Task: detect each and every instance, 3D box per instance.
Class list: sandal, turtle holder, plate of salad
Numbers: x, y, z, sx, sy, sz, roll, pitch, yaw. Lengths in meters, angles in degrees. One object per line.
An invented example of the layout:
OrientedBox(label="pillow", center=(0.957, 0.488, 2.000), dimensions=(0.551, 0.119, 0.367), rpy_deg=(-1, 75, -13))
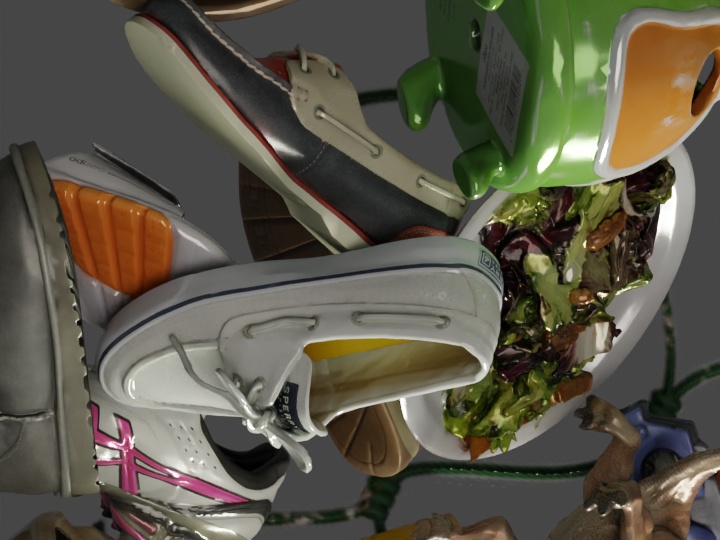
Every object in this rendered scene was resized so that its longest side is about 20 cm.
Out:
OrientedBox(label="sandal", center=(-0.142, -0.031, 1.078), dimensions=(0.206, 0.059, 0.079), rpy_deg=(24, 128, -2))
OrientedBox(label="turtle holder", center=(0.090, -0.112, 1.032), dimensions=(0.131, 0.185, 0.142), rpy_deg=(-7, 102, -16))
OrientedBox(label="plate of salad", center=(0.102, 0.017, 1.125), dimensions=(0.199, 0.048, 0.201), rpy_deg=(-28, 139, -27))

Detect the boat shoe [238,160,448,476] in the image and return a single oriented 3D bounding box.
OrientedBox(label="boat shoe", center=(0.000, 0.000, 1.131), dimensions=(0.072, 0.072, 0.201), rpy_deg=(-30, 106, -35))

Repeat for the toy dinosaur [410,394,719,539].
OrientedBox(label="toy dinosaur", center=(0.120, 0.153, 1.132), dimensions=(0.200, 0.086, 0.136), rpy_deg=(-39, 124, -1))

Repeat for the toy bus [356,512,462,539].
OrientedBox(label="toy bus", center=(-0.032, 0.198, 1.185), dimensions=(0.199, 0.065, 0.079), rpy_deg=(-16, 113, -9))

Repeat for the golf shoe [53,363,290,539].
OrientedBox(label="golf shoe", center=(-0.123, 0.073, 1.117), dimensions=(0.200, 0.073, 0.092), rpy_deg=(39, 92, -32))

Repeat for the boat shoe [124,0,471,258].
OrientedBox(label="boat shoe", center=(-0.025, -0.065, 1.020), dimensions=(0.063, 0.071, 0.200), rpy_deg=(-50, 123, -5))

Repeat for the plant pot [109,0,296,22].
OrientedBox(label="plant pot", center=(-0.075, -0.219, 1.010), dimensions=(0.200, 0.093, 0.202), rpy_deg=(-5, 111, -14))

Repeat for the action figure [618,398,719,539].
OrientedBox(label="action figure", center=(0.196, 0.159, 1.216), dimensions=(0.192, 0.105, 0.201), rpy_deg=(-8, 93, -6))

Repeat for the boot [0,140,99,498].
OrientedBox(label="boot", center=(-0.222, 0.042, 1.006), dimensions=(0.199, 0.073, 0.183), rpy_deg=(-6, 102, -7))

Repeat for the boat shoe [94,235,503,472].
OrientedBox(label="boat shoe", center=(-0.031, 0.049, 1.024), dimensions=(0.201, 0.086, 0.075), rpy_deg=(-10, 138, 16))

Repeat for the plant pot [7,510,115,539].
OrientedBox(label="plant pot", center=(-0.168, 0.224, 1.082), dimensions=(0.183, 0.201, 0.200), rpy_deg=(-45, 114, 6))
